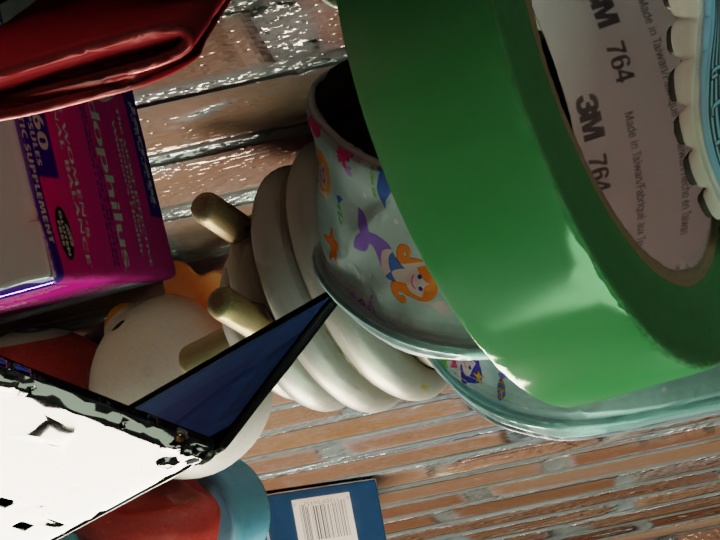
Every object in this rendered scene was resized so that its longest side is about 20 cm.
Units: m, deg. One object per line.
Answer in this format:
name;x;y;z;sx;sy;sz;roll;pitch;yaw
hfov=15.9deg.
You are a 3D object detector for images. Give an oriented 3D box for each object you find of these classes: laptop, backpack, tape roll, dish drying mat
laptop;-0.133;0.050;0.978;0.200;0.104;0.177;25;139;-38
backpack;0.079;-0.025;0.982;0.199;0.151;0.178;-6;-157;-21
tape roll;0.059;-0.060;0.789;0.048;0.201;0.200;-17;165;24
dish drying mat;-0.071;-0.071;0.736;0.077;0.018;0.200;-15;-166;7

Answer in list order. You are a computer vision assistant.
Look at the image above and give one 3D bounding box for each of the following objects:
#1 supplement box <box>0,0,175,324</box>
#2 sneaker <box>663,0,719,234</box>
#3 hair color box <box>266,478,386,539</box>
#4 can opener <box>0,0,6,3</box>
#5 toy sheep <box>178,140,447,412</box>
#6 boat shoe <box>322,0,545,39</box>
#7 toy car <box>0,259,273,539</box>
supplement box;-0.138;-0.033;0.877;0.103;0.102;0.200;-14;179;5
sneaker;0.143;-0.078;0.788;0.090;0.201;0.078;-3;-151;35
hair color box;-0.050;0.227;2.140;0.100;0.061;0.200;-7;166;-14
can opener;-0.085;-0.105;0.709;0.199;0.064;0.079;-9;-165;30
toy sheep;0.000;0.000;1.143;0.199;0.138;0.138;-22;163;24
boat shoe;0.008;-0.104;0.849;0.067;0.072;0.200;-18;168;24
toy car;-0.117;0.064;1.340;0.184;0.177;0.200;-13;145;-54
